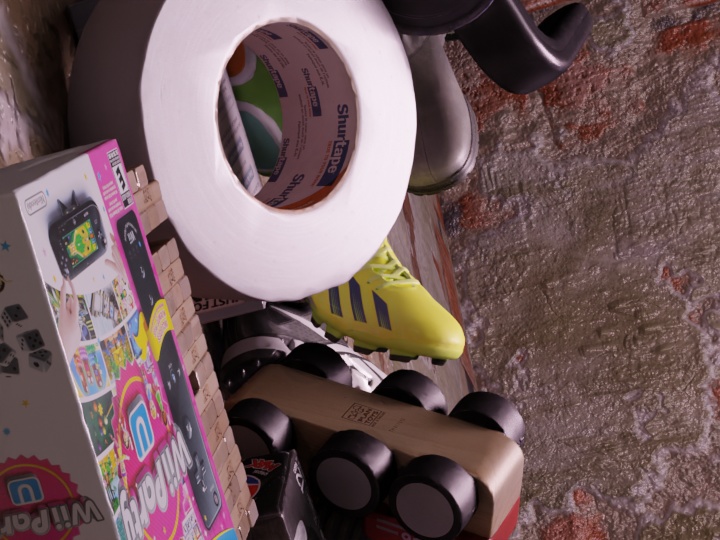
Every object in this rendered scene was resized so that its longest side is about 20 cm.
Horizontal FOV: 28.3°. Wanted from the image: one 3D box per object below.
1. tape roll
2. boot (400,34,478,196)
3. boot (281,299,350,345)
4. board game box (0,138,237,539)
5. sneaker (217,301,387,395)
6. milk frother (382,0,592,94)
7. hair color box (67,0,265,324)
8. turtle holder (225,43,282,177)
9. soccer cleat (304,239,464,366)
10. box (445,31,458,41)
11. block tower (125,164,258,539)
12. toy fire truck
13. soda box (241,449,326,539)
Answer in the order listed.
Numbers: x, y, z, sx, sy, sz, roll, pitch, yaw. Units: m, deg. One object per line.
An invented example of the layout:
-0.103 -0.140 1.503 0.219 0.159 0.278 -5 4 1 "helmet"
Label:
-0.059 -0.083 0.786 0.200 0.066 0.200 -1 91 -45 "tape roll"
0.014 -0.154 0.935 0.131 0.068 0.200 47 28 -50 "boot"
-0.037 -0.030 1.113 0.151 0.073 0.200 99 -11 -65 "boot"
-0.115 0.058 0.578 0.148 0.064 0.200 -67 144 -76 "board game box"
-0.026 0.065 0.999 0.200 0.066 0.091 30 34 -43 "sneaker"
0.108 -0.231 0.863 0.180 0.200 0.188 40 31 1 "milk frother"
-0.107 -0.077 0.860 0.099 0.061 0.200 -78 153 -71 "hair color box"
-0.065 -0.135 0.984 0.186 0.132 0.141 -27 102 -82 "turtle holder"
-0.001 0.000 0.912 0.200 0.065 0.084 31 -77 50 "soccer cleat"
0.001 -0.262 1.083 0.200 0.048 0.193 6 -49 57 "box"
-0.103 0.051 0.693 0.054 0.058 0.200 -65 142 -76 "block tower"
0.010 0.157 0.879 0.129 0.176 0.200 -44 142 -53 "toy fire truck"
-0.043 0.203 0.802 0.063 0.071 0.200 -80 155 -63 "soda box"
